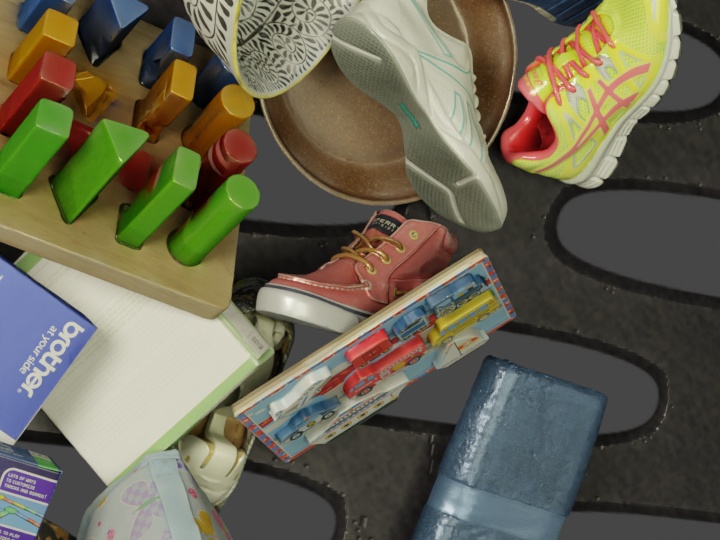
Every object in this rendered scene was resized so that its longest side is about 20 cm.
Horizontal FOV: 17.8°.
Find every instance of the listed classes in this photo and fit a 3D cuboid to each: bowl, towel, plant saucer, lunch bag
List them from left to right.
[{"bbox_3d":[-0.126,0.247,1.531,0.126,0.170,0.201,-1,127,-20],"label":"lunch bag"},{"bbox_3d":[-0.063,-0.223,1.496,0.094,0.201,0.202,28,88,17],"label":"bowl"},{"bbox_3d":[0.015,-0.148,1.627,0.199,0.037,0.202,-4,101,-21],"label":"plant saucer"},{"bbox_3d":[0.103,0.168,1.711,0.111,0.048,0.201,21,92,-24],"label":"towel"}]

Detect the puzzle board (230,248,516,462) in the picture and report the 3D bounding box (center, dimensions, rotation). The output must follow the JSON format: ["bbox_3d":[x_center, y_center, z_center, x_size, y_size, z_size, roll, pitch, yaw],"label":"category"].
[{"bbox_3d":[0.015,0.065,1.589,0.199,0.151,0.017,-32,68,1],"label":"puzzle board"}]

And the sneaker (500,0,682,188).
[{"bbox_3d":[0.160,-0.137,1.622,0.090,0.078,0.201,3,131,-24],"label":"sneaker"}]

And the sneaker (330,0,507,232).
[{"bbox_3d":[0.058,-0.115,1.595,0.080,0.070,0.201,-51,124,-33],"label":"sneaker"}]

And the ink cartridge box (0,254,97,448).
[{"bbox_3d":[-0.266,0.088,1.470,0.094,0.044,0.201,38,87,-23],"label":"ink cartridge box"}]

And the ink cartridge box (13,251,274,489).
[{"bbox_3d":[-0.177,0.029,1.547,0.145,0.048,0.200,-41,89,19],"label":"ink cartridge box"}]

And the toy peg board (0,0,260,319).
[{"bbox_3d":[-0.147,-0.103,1.483,0.199,0.098,0.201,22,53,-24],"label":"toy peg board"}]

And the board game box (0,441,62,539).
[{"bbox_3d":[-0.301,0.154,1.426,0.199,0.034,0.136,21,93,-25],"label":"board game box"}]

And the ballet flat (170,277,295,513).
[{"bbox_3d":[-0.099,0.103,1.608,0.072,0.072,0.202,20,92,-23],"label":"ballet flat"}]

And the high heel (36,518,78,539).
[{"bbox_3d":[-0.265,0.136,1.565,0.142,0.071,0.202,-14,93,-40],"label":"high heel"}]

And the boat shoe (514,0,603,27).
[{"bbox_3d":[0.139,-0.228,1.632,0.199,0.072,0.073,11,61,-46],"label":"boat shoe"}]

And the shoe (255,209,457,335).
[{"bbox_3d":[0.000,0.000,1.597,0.200,0.071,0.092,13,90,-57],"label":"shoe"}]
